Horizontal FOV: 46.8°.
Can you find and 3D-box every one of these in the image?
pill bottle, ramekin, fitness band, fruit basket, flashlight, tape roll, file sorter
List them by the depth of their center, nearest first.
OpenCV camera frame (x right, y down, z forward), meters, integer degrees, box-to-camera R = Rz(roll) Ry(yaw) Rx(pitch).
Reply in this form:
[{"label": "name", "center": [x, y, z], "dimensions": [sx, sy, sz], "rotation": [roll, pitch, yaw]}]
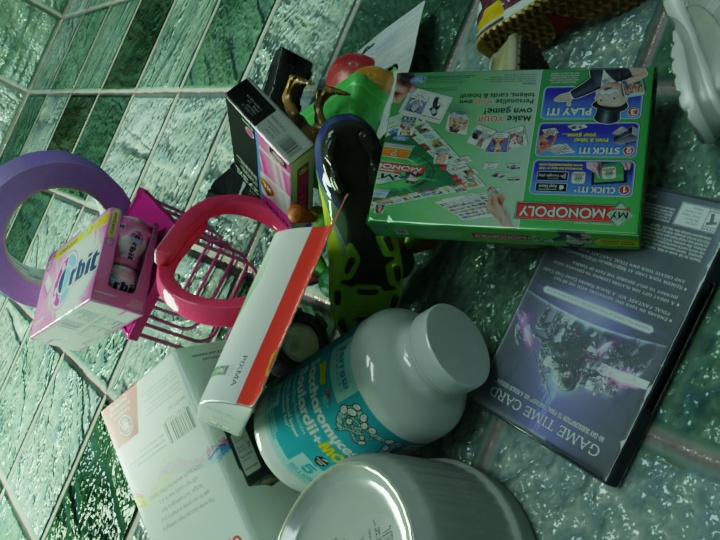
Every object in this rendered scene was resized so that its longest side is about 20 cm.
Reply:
[{"label": "ramekin", "center": [0.020, 0.226, 0.597], "dimensions": [0.200, 0.105, 0.201], "rotation": [-31, 46, 39]}, {"label": "pill bottle", "center": [0.009, 0.102, 0.680], "dimensions": [0.200, 0.111, 0.111], "rotation": [-37, 43, 37]}, {"label": "flashlight", "center": [-0.098, 0.093, 0.851], "dimensions": [0.200, 0.068, 0.068], "rotation": [-34, 42, 57]}, {"label": "fitness band", "center": [-0.134, -0.014, 0.886], "dimensions": [0.200, 0.143, 0.037], "rotation": [-66, -7, -52]}, {"label": "fruit basket", "center": [-0.002, -0.185, 0.920], "dimensions": [0.185, 0.094, 0.200], "rotation": [-27, 34, 41]}, {"label": "file sorter", "center": [-0.231, 0.004, 1.048], "dimensions": [0.139, 0.125, 0.200], "rotation": [-63, 33, 6]}, {"label": "tape roll", "center": [-0.399, -0.052, 1.087], "dimensions": [0.066, 0.200, 0.200], "rotation": [36, 98, 52]}]

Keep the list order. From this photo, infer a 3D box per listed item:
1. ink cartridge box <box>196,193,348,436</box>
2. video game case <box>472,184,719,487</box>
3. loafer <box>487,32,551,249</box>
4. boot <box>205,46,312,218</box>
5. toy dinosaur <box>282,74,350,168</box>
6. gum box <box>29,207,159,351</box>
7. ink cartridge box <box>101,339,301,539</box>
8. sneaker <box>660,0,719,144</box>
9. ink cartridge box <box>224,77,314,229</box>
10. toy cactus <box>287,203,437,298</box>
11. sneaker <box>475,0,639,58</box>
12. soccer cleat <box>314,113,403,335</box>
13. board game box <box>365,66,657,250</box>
[{"label": "ink cartridge box", "center": [-0.075, 0.035, 0.656], "dimensions": [0.200, 0.050, 0.161], "rotation": [118, 174, -67]}, {"label": "video game case", "center": [0.171, 0.032, 0.596], "dimensions": [0.143, 0.019, 0.200], "rotation": [27, 92, 56]}, {"label": "loafer", "center": [0.122, -0.109, 0.697], "dimensions": [0.068, 0.076, 0.200], "rotation": [-15, 58, 39]}, {"label": "boot", "center": [-0.127, -0.170, 1.035], "dimensions": [0.165, 0.066, 0.200], "rotation": [25, 100, 64]}, {"label": "toy dinosaur", "center": [-0.065, -0.139, 0.828], "dimensions": [0.200, 0.060, 0.106], "rotation": [34, 111, 43]}, {"label": "gum box", "center": [-0.314, 0.014, 0.982], "dimensions": [0.200, 0.066, 0.114], "rotation": [-24, 54, 46]}, {"label": "ink cartridge box", "center": [-0.147, 0.188, 0.792], "dimensions": [0.146, 0.083, 0.200], "rotation": [-36, 72, 34]}, {"label": "sneaker", "center": [0.260, -0.183, 0.584], "dimensions": [0.082, 0.075, 0.200], "rotation": [-15, 63, 30]}, {"label": "ink cartridge box", "center": [-0.088, -0.101, 0.837], "dimensions": [0.037, 0.095, 0.200], "rotation": [-40, -13, -15]}, {"label": "toy cactus", "center": [0.000, 0.000, 0.791], "dimensions": [0.200, 0.102, 0.165], "rotation": [-14, 68, 38]}, {"label": "sneaker", "center": [0.178, -0.260, 0.719], "dimensions": [0.200, 0.075, 0.090], "rotation": [-17, 61, 46]}, {"label": "soccer cleat", "center": [-0.002, -0.035, 0.715], "dimensions": [0.084, 0.065, 0.201], "rotation": [-111, 15, -72]}, {"label": "board game box", "center": [0.112, -0.087, 0.625], "dimensions": [0.200, 0.029, 0.135], "rotation": [5, 72, 23]}]
